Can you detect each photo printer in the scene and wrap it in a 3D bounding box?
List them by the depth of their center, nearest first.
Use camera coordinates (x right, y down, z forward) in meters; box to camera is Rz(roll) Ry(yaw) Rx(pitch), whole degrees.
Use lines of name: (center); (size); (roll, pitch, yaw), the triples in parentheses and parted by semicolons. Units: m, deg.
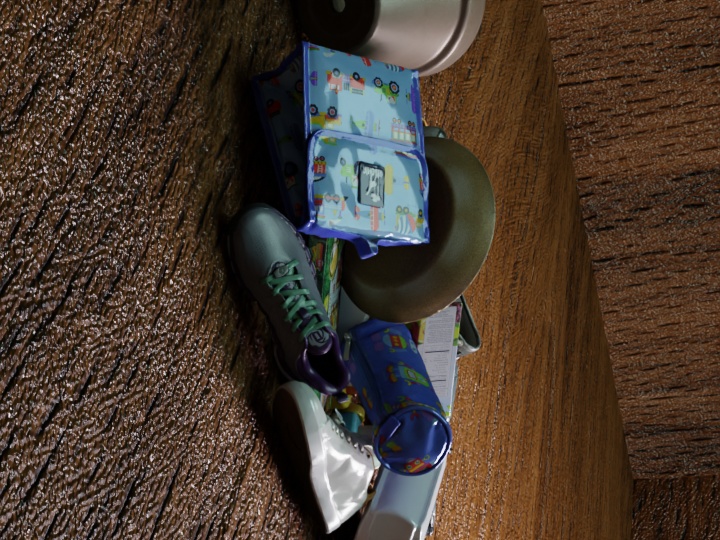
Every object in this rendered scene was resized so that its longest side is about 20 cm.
photo printer: (0.036, 0.271, 1.723); (0.200, 0.069, 0.167); (-63, 171, -64)

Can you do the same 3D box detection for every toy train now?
toy train: (0.000, 0.127, 1.770); (0.150, 0.055, 0.201); (-39, 121, -72)

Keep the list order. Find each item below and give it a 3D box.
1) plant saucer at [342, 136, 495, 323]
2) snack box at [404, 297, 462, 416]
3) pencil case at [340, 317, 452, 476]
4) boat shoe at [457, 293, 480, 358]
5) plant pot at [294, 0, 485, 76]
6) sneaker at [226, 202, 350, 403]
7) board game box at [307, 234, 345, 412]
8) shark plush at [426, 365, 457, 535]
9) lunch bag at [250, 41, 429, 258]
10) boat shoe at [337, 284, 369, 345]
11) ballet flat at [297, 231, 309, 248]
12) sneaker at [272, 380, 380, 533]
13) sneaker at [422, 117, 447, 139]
plant saucer: (0.044, -0.047, 1.650); (0.035, 0.200, 0.201); (24, 59, -51)
snack box: (0.052, 0.053, 1.786); (0.200, 0.053, 0.143); (-121, -148, -58)
pencil case: (0.031, 0.119, 1.610); (0.087, 0.078, 0.200); (28, 18, -25)
boat shoe: (0.084, 0.008, 1.896); (0.071, 0.064, 0.200); (-31, 97, -43)
plant pot: (0.016, -0.308, 1.819); (0.175, 0.200, 0.201); (-24, 108, -54)
sneaker: (-0.055, 0.029, 1.495); (0.087, 0.074, 0.200); (30, -32, 55)
board game box: (-0.040, 0.053, 1.621); (0.105, 0.023, 0.201); (-40, 136, -73)
shark plush: (0.089, 0.200, 1.839); (0.083, 0.091, 0.201); (-7, 87, -59)
lunch bag: (-0.012, -0.105, 1.587); (0.150, 0.094, 0.201); (8, 65, -39)
boat shoe: (0.000, 0.000, 1.737); (0.057, 0.068, 0.200); (76, 33, -65)
ballet flat: (-0.063, -0.022, 1.637); (0.200, 0.046, 0.068); (-55, 149, -72)
sneaker: (-0.029, 0.165, 1.566); (0.073, 0.085, 0.200); (45, -22, 40)
sneaker: (0.030, -0.143, 1.794); (0.079, 0.200, 0.074); (-51, 125, -7)
